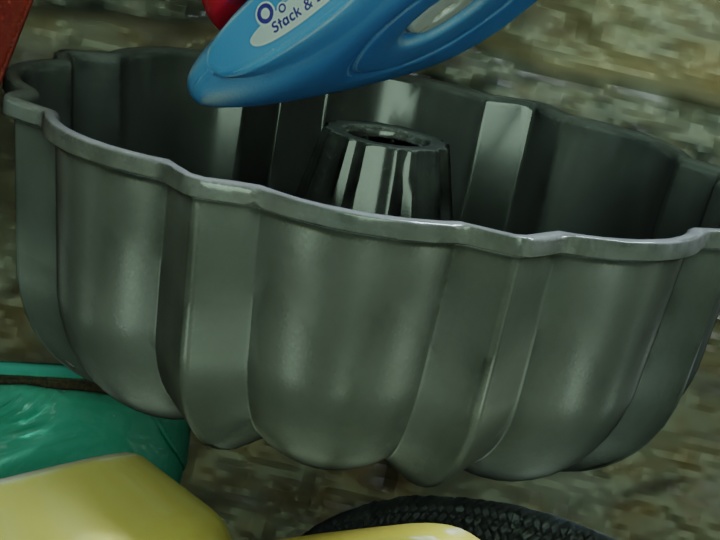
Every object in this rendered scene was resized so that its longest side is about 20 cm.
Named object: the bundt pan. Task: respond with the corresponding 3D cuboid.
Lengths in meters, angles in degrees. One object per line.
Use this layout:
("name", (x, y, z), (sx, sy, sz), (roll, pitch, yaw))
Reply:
("bundt pan", (0.000, 0.000, 0.764), (0.201, 0.202, 0.076), (10, 103, -4))

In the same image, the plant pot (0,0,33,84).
("plant pot", (-0.176, -0.084, 0.757), (0.176, 0.200, 0.200), (22, 86, -12))

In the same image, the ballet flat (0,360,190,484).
("ballet flat", (-0.138, 0.047, 0.760), (0.200, 0.067, 0.071), (11, 79, -24))

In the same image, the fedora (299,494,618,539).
("fedora", (0.062, 0.134, 0.747), (0.200, 0.092, 0.201), (12, 111, 34))

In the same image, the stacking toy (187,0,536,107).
("stacking toy", (-0.028, -0.149, 0.758), (0.116, 0.110, 0.200), (-37, 78, 29))

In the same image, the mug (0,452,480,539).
("mug", (-0.056, 0.123, 0.707), (0.186, 0.149, 0.154), (-15, 85, -13))
